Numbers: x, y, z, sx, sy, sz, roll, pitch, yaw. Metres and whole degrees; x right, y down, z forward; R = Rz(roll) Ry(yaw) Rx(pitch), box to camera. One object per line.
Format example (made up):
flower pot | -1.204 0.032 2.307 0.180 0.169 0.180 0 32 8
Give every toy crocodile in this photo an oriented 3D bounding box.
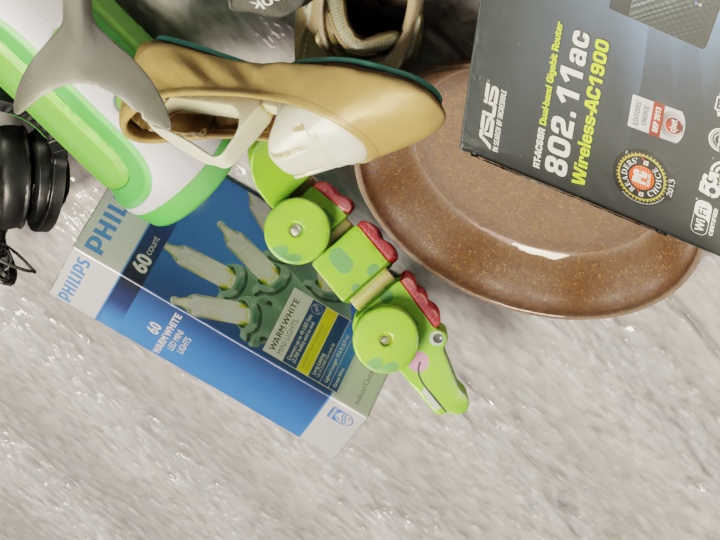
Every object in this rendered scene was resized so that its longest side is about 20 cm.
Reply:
toy crocodile | 0.000 0.000 1.364 0.062 0.068 0.200 -39 90 5

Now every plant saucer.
plant saucer | 0.095 -0.051 1.296 0.199 0.037 0.201 15 144 11

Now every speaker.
speaker | -0.159 -0.117 1.334 0.088 0.089 0.200 -22 122 44

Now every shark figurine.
shark figurine | -0.142 -0.170 1.167 0.089 0.215 0.129 1 123 -32

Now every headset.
headset | -0.234 -0.060 1.427 0.123 0.094 0.201 -12 145 -2

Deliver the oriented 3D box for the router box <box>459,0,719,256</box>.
router box | 0.135 -0.124 1.118 0.149 0.062 0.201 23 128 22

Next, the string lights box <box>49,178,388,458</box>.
string lights box | -0.073 0.014 1.420 0.199 0.103 0.059 30 143 -5

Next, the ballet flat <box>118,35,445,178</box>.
ballet flat | -0.045 -0.078 1.247 0.199 0.063 0.069 11 157 37

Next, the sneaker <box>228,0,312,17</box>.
sneaker | -0.055 -0.165 1.114 0.066 0.200 0.091 -26 82 18

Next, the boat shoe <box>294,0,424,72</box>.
boat shoe | 0.000 -0.135 1.236 0.072 0.065 0.200 26 142 0
